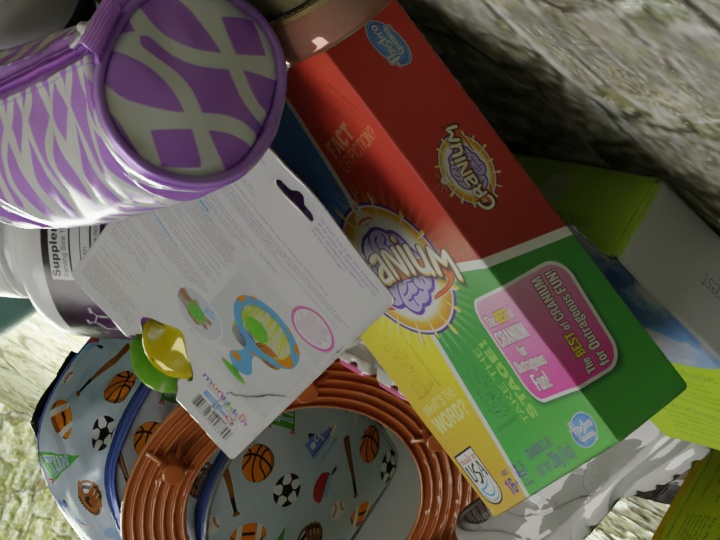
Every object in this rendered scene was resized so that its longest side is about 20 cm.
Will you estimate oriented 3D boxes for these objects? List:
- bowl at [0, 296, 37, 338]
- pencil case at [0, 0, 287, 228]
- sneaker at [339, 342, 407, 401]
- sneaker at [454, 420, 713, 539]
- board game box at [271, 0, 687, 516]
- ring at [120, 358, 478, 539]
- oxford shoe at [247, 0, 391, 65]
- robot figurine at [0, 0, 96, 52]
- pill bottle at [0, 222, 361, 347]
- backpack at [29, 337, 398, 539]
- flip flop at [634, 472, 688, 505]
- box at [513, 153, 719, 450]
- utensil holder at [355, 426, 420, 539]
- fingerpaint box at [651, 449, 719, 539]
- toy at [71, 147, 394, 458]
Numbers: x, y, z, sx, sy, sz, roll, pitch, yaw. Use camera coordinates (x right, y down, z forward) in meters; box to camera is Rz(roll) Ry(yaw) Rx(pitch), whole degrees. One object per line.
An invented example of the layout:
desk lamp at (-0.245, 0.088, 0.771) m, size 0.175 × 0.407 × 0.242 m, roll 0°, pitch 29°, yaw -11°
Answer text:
bowl at (-0.204, -0.058, 1.401) m, size 0.201 × 0.105 × 0.202 m, roll 162°, pitch 90°, yaw -83°
pencil case at (-0.103, -0.062, 0.988) m, size 0.085 × 0.084 × 0.200 m, roll 22°, pitch 165°, yaw -23°
sneaker at (0.000, 0.000, 1.280) m, size 0.199 × 0.088 × 0.074 m, roll 27°, pitch -172°, yaw 18°
sneaker at (0.108, 0.084, 1.284) m, size 0.082 × 0.075 × 0.200 m, roll 47°, pitch 132°, yaw -2°
board game box at (0.034, -0.002, 1.053) m, size 0.200 × 0.040 × 0.153 m, roll 53°, pitch 157°, yaw 4°
ring at (-0.029, 0.130, 1.356) m, size 0.200 × 0.200 × 0.019 m, roll 39°, pitch -164°, yaw -30°
oxford shoe at (-0.052, -0.123, 1.003) m, size 0.074 × 0.071 × 0.200 m, roll 55°, pitch 156°, yaw -16°
robot figurine at (-0.180, -0.126, 1.150) m, size 0.149 × 0.126 × 0.200 m, roll 2°, pitch 168°, yaw -3°
pill bottle at (-0.087, -0.021, 1.217) m, size 0.199 × 0.113 × 0.112 m, roll 2°, pitch 155°, yaw 25°
backpack at (-0.087, 0.105, 1.442) m, size 0.154 × 0.200 × 0.191 m, roll 8°, pitch 149°, yaw 46°
flip flop at (0.116, 0.074, 1.356) m, size 0.199 × 0.058 × 0.081 m, roll 10°, pitch 143°, yaw 23°
box at (0.126, 0.014, 1.103) m, size 0.200 × 0.048 × 0.122 m, roll 42°, pitch 164°, yaw -32°
utensil holder at (0.030, 0.165, 1.577) m, size 0.169 × 0.201 × 0.170 m, roll 30°, pitch 169°, yaw 7°
fingerpaint box at (0.187, 0.167, 1.192) m, size 0.073 × 0.201 × 0.167 m, roll 34°, pitch 167°, yaw -13°
toy at (-0.049, -0.002, 1.091) m, size 0.115 × 0.047 × 0.200 m, roll 49°, pitch 145°, yaw 3°
